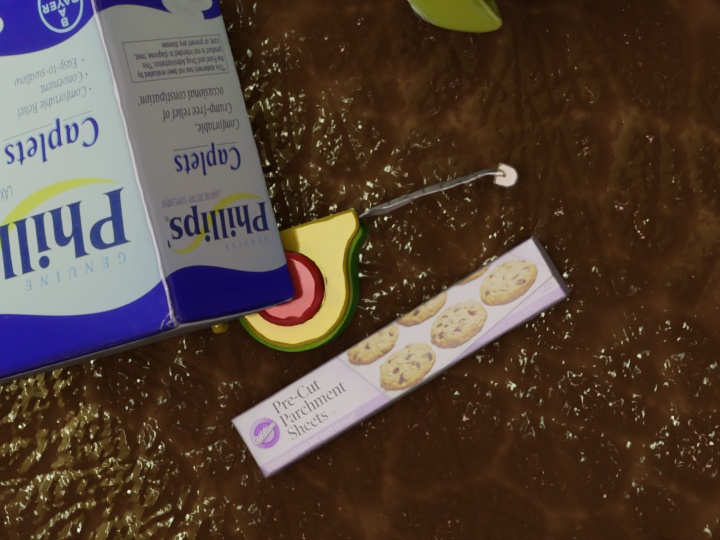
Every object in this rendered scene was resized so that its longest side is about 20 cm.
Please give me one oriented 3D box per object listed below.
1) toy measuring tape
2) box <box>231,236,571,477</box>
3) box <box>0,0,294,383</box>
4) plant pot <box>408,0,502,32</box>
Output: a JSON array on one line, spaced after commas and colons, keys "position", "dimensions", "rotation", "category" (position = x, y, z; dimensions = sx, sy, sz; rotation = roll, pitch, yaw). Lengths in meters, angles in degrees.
[{"position": [0.000, 0.000, 1.323], "dimensions": [0.200, 0.074, 0.074], "rotation": [-17, 89, 8], "category": "toy measuring tape"}, {"position": [0.023, 0.048, 1.334], "dimensions": [0.200, 0.039, 0.041], "rotation": [-31, 86, 7], "category": "box"}, {"position": [-0.158, -0.052, 1.292], "dimensions": [0.184, 0.105, 0.200], "rotation": [-16, 89, 34], "category": "box"}, {"position": [0.055, -0.252, 1.224], "dimensions": [0.181, 0.199, 0.200], "rotation": [-38, 118, 14], "category": "plant pot"}]
